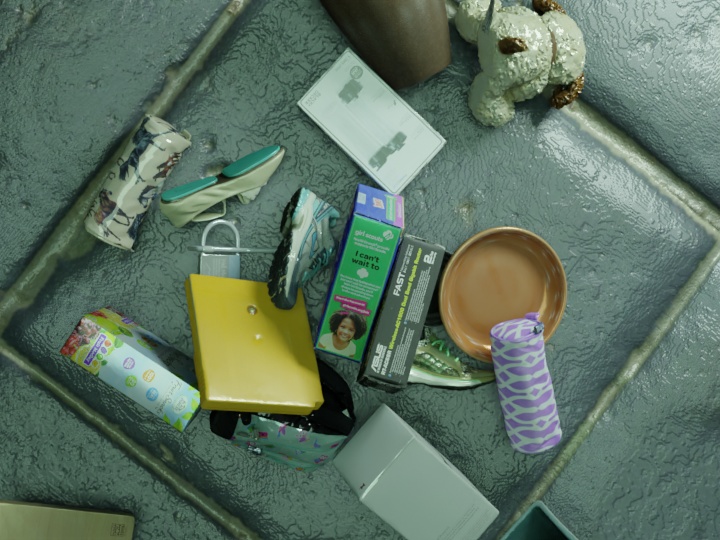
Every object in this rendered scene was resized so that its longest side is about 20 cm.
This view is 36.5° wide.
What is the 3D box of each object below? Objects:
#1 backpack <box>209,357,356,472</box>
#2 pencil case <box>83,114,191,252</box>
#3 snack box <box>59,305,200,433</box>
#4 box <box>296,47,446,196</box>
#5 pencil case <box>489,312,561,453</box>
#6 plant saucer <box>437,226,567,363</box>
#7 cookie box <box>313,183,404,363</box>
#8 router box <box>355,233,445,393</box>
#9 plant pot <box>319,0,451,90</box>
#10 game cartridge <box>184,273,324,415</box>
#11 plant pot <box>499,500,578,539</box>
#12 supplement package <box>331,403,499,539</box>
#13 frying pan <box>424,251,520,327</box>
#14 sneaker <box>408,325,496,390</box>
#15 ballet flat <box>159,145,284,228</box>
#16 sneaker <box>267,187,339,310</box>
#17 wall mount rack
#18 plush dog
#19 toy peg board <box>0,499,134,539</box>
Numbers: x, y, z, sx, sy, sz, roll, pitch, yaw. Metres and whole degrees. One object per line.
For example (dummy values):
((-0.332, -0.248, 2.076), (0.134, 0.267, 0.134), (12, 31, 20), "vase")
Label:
((-0.108, 0.195, 1.546), (0.198, 0.168, 0.127), (22, 132, -15), "backpack")
((-0.320, -0.128, 1.581), (0.077, 0.089, 0.201), (29, 89, 26), "pencil case")
((-0.304, 0.134, 1.536), (0.199, 0.169, 0.068), (34, 92, -3), "snack box")
((0.015, -0.212, 1.600), (0.200, 0.060, 0.117), (42, 89, -1), "box")
((0.240, 0.163, 1.576), (0.083, 0.085, 0.202), (5, 114, 38), "pencil case")
((0.205, 0.035, 1.600), (0.198, 0.037, 0.202), (-2, 99, -13), "plant saucer")
((0.000, 0.000, 1.520), (0.074, 0.171, 0.202), (15, 108, -2), "cookie box")
((0.054, 0.064, 1.505), (0.062, 0.150, 0.202), (16, 80, -1), "router box")
((0.047, -0.368, 1.556), (0.186, 0.187, 0.201), (-27, 105, -2), "plant pot")
((-0.146, 0.102, 1.489), (0.175, 0.032, 0.201), (8, 52, -28), "game cartridge")
((0.282, 0.490, 1.555), (0.200, 0.196, 0.196), (44, 89, -12), "plant pot")
((0.077, 0.306, 1.541), (0.117, 0.117, 0.200), (-47, 118, -1), "supplement package")
((0.138, 0.010, 1.619), (0.189, 0.031, 0.116), (-25, 94, -13), "frying pan")
((0.110, 0.126, 1.602), (0.198, 0.077, 0.090), (8, 82, -4), "sneaker")
((-0.195, -0.118, 1.594), (0.198, 0.069, 0.070), (-24, 91, -8), "ballet flat")
((-0.073, -0.027, 1.555), (0.086, 0.078, 0.201), (22, 54, -16), "sneaker")
((-0.168, 0.028, 1.592), (0.172, 0.074, 0.202), (1, 91, -32), "wall mount rack")
((0.249, -0.320, 1.578), (0.170, 0.160, 0.202), (-11, 90, -25), "plush dog")
((-0.445, 0.432, 1.583), (0.197, 0.098, 0.202), (10, 90, -18), "toy peg board")
